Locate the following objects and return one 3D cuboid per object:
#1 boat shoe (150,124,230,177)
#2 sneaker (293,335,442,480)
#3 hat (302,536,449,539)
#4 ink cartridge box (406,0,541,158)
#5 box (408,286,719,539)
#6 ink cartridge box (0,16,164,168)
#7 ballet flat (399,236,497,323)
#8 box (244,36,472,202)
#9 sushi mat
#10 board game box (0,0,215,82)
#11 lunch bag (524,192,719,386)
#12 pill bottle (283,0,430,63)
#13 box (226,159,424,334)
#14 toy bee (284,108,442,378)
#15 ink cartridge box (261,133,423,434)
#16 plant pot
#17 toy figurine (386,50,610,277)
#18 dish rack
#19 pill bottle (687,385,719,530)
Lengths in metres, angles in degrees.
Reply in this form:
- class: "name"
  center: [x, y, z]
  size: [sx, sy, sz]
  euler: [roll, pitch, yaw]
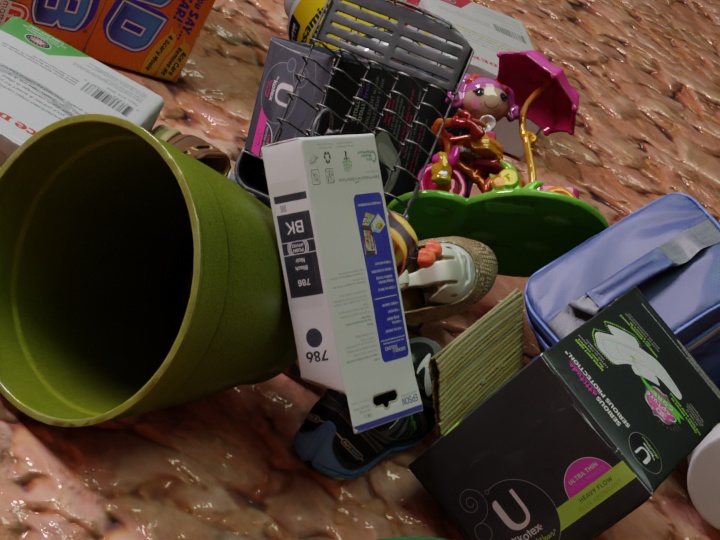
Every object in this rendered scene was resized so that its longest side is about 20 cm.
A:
- class: "boat shoe"
  center: [-0.151, -0.062, 1.396]
  size: [0.067, 0.072, 0.200]
  euler: [10, 24, 5]
- class: "sneaker"
  center: [0.022, 0.091, 1.307]
  size: [0.071, 0.083, 0.200]
  euler: [37, 27, 13]
- class: "hat"
  center: [0.058, 0.176, 1.083]
  size: [0.200, 0.176, 0.166]
  euler: [35, 26, 10]
- class: "ink cartridge box"
  center: [0.123, -0.227, 1.972]
  size: [0.145, 0.084, 0.200]
  euler: [20, 28, -19]
- class: "box"
  center: [0.158, 0.122, 1.294]
  size: [0.124, 0.149, 0.200]
  euler: [51, 30, 8]
- class: "ink cartridge box"
  center: [-0.257, -0.106, 1.368]
  size: [0.146, 0.083, 0.200]
  euler: [30, 25, -1]
- class: "ballet flat"
  center: [0.038, 0.011, 1.431]
  size: [0.199, 0.065, 0.071]
  euler: [-13, 87, -27]
- class: "box"
  center: [0.008, -0.132, 1.616]
  size: [0.199, 0.123, 0.106]
  euler: [7, 12, -40]
- class: "sushi mat"
  center: [0.095, 0.085, 1.394]
  size: [0.012, 0.096, 0.200]
  euler: [5, 17, 23]
- class: "board game box"
  center: [-0.243, -0.333, 1.651]
  size: [0.199, 0.200, 0.200]
  euler: [14, 30, -29]
- class: "lunch bag"
  center: [0.233, 0.037, 1.486]
  size: [0.136, 0.200, 0.133]
  euler: [51, -10, 39]
- class: "pill bottle"
  center: [-0.010, -0.236, 1.821]
  size: [0.112, 0.113, 0.200]
  euler: [12, 31, -32]
- class: "box"
  center: [-0.035, -0.022, 1.503]
  size: [0.199, 0.035, 0.110]
  euler: [23, 27, -15]
- class: "toy bee"
  center: [0.000, 0.000, 1.298]
  size: [0.108, 0.200, 0.131]
  euler: [17, 47, 15]
- class: "ink cartridge box"
  center: [-0.011, 0.008, 1.205]
  size: [0.099, 0.039, 0.201]
  euler: [-9, 88, -59]
- class: "plant pot"
  center: [-0.130, 0.009, 1.203]
  size: [0.200, 0.201, 0.193]
  euler: [45, 18, 28]
- class: "toy figurine"
  center: [0.123, -0.113, 1.567]
  size: [0.199, 0.150, 0.185]
  euler: [10, 62, -11]
- class: "dish rack"
  center: [0.001, -0.133, 1.469]
  size: [0.153, 0.201, 0.055]
  euler: [23, -1, 12]
- class: "pill bottle"
  center: [0.342, 0.143, 1.508]
  size: [0.114, 0.114, 0.200]
  euler: [33, 26, 6]
